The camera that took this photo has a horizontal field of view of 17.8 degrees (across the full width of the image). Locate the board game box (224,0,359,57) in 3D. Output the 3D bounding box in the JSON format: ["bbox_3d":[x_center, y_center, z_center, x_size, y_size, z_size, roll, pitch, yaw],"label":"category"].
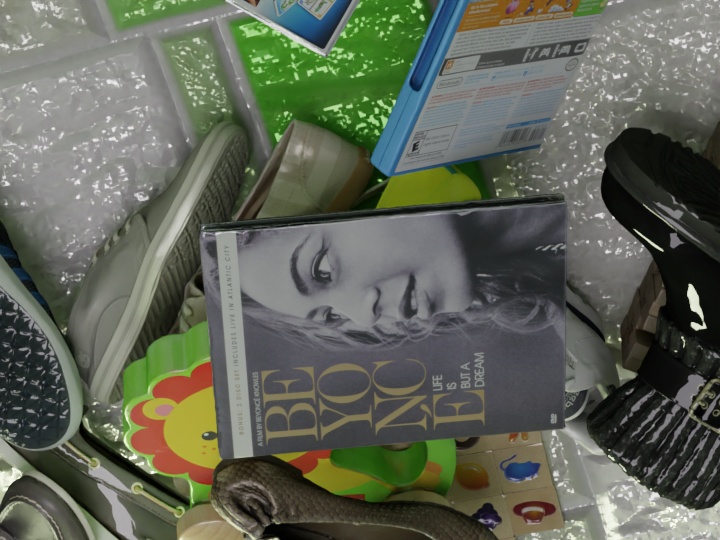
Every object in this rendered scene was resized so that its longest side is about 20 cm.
[{"bbox_3d":[-0.025,-0.224,1.195,0.126,0.035,0.200,29,120,-5],"label":"board game box"}]

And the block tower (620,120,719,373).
[{"bbox_3d":[0.210,-0.018,1.344,0.054,0.058,0.201,18,117,-6],"label":"block tower"}]

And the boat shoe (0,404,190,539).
[{"bbox_3d":[-0.189,0.109,1.445,0.202,0.072,0.060,43,87,-6],"label":"boat shoe"}]

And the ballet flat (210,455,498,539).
[{"bbox_3d":[0.000,0.159,1.365,0.200,0.046,0.067,22,127,-26],"label":"ballet flat"}]

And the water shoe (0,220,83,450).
[{"bbox_3d":[-0.219,0.012,1.384,0.071,0.079,0.200,-21,109,17],"label":"water shoe"}]

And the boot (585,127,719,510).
[{"bbox_3d":[0.175,0.034,1.297,0.211,0.080,0.158,39,113,-18],"label":"boot"}]

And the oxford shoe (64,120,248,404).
[{"bbox_3d":[-0.128,-0.009,1.377,0.058,0.075,0.200,38,118,15],"label":"oxford shoe"}]

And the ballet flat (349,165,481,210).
[{"bbox_3d":[0.000,0.000,1.369,0.067,0.067,0.200,51,128,14],"label":"ballet flat"}]

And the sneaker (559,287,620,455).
[{"bbox_3d":[0.092,0.039,1.331,0.076,0.081,0.200,-32,139,25],"label":"sneaker"}]

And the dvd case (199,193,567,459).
[{"bbox_3d":[0.015,0.033,1.272,0.199,0.016,0.149,-4,121,-3],"label":"dvd case"}]

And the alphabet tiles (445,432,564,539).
[{"bbox_3d":[0.035,0.122,1.465,0.166,0.006,0.201,-11,117,11],"label":"alphabet tiles"}]

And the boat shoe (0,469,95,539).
[{"bbox_3d":[-0.209,0.192,1.445,0.067,0.057,0.200,35,150,9],"label":"boat shoe"}]

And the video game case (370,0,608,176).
[{"bbox_3d":[0.090,-0.146,1.249,0.018,0.143,0.200,41,123,28],"label":"video game case"}]

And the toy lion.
[{"bbox_3d":[-0.041,0.094,1.365,0.199,0.069,0.192,-2,141,-5],"label":"toy lion"}]

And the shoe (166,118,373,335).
[{"bbox_3d":[-0.071,-0.005,1.368,0.053,0.070,0.200,30,108,-25],"label":"shoe"}]
